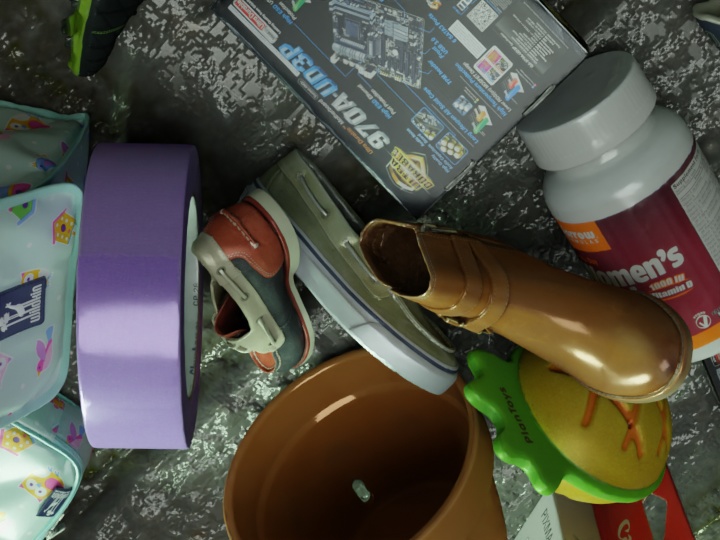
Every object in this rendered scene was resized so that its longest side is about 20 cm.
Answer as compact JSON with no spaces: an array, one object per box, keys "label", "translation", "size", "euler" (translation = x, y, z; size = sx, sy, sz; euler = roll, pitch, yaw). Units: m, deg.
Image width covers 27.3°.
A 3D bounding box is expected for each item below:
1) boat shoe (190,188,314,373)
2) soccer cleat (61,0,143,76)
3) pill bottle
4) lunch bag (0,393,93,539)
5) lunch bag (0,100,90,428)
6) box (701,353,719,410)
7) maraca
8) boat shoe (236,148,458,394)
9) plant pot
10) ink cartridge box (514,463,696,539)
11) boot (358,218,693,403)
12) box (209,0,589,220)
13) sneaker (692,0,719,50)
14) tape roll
[{"label":"boat shoe","translation":[-0.076,0.021,1.016],"size":[0.062,0.071,0.200],"euler":[-39,157,-19]},{"label":"soccer cleat","translation":[-0.137,-0.211,0.954],"size":[0.081,0.068,0.201],"euler":[13,114,-22]},{"label":"pill bottle","translation":[0.193,-0.042,1.016],"size":[0.109,0.110,0.200],"euler":[-30,113,12]},{"label":"lunch bag","translation":[-0.307,0.139,1.103],"size":[0.199,0.077,0.161],"euler":[33,110,-16]},{"label":"lunch bag","translation":[-0.244,-0.004,0.971],"size":[0.121,0.200,0.171],"euler":[8,114,-5]},{"label":"box","translation":[0.345,0.080,1.112],"size":[0.157,0.048,0.201],"euler":[-22,114,9]},{"label":"maraca","translation":[0.148,0.105,1.049],"size":[0.199,0.138,0.107],"euler":[5,136,-47]},{"label":"boat shoe","translation":[0.000,0.000,1.026],"size":[0.200,0.072,0.062],"euler":[44,101,4]},{"label":"plant pot","translation":[0.020,0.175,1.078],"size":[0.199,0.201,0.140],"euler":[-26,129,10]},{"label":"ink cartridge box","translation":[0.168,0.220,1.088],"size":[0.044,0.200,0.177],"euler":[25,112,-12]},{"label":"boot","translation":[0.101,0.023,0.953],"size":[0.154,0.200,0.074],"euler":[18,93,-40]},{"label":"box","translation":[0.026,-0.159,0.968],"size":[0.200,0.046,0.159],"euler":[44,107,-5]},{"label":"sneaker","translation":[0.292,-0.220,0.958],"size":[0.089,0.067,0.201],"euler":[22,116,-17]},{"label":"tape roll","translation":[-0.142,0.017,0.983],"size":[0.065,0.200,0.201],"euler":[1,115,-1]}]
